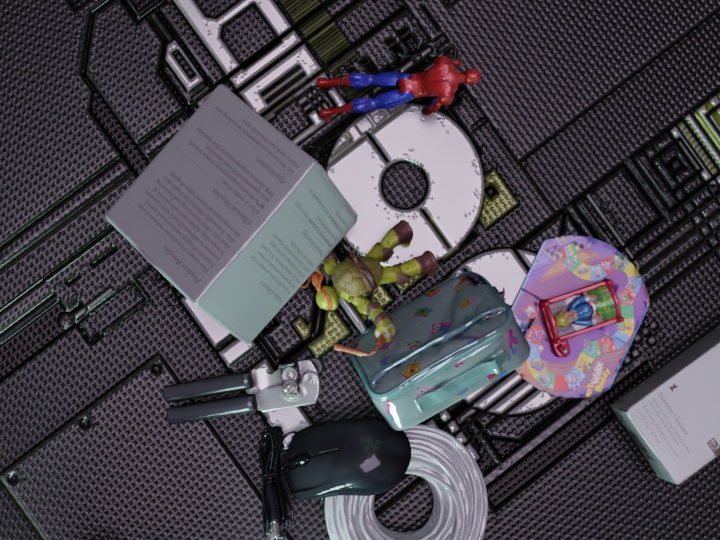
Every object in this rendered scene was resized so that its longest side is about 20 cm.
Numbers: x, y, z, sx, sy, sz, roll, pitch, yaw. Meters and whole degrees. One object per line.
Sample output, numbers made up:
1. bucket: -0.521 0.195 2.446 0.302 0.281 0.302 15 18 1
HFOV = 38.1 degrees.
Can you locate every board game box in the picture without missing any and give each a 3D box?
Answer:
1. board game box: 0.270 0.058 1.285 0.156 0.039 0.202 27 88 -1

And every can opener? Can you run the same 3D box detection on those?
1. can opener: -0.139 0.148 1.259 0.197 0.066 0.054 -11 87 6

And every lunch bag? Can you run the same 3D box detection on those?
1. lunch bag: 0.093 0.090 1.211 0.198 0.161 0.078 -31 114 0

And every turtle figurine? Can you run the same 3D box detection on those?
1. turtle figurine: 0.000 0.000 1.244 0.160 0.065 0.200 -30 52 -20

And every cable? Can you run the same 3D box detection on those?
1. cable: 0.055 0.284 1.255 0.199 0.069 0.201 -33 88 -4

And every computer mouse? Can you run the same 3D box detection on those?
1. computer mouse: -0.039 0.224 1.205 0.197 0.053 0.140 -17 59 19

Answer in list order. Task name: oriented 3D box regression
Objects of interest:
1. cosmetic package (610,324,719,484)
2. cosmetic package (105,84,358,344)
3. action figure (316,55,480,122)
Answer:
1. cosmetic package: 0.421 0.155 1.270 0.199 0.081 0.113 -37 88 -2
2. cosmetic package: -0.142 -0.061 1.184 0.167 0.166 0.200 41 87 24
3. action figure: 0.056 -0.222 1.280 0.197 0.099 0.066 -5 92 20
